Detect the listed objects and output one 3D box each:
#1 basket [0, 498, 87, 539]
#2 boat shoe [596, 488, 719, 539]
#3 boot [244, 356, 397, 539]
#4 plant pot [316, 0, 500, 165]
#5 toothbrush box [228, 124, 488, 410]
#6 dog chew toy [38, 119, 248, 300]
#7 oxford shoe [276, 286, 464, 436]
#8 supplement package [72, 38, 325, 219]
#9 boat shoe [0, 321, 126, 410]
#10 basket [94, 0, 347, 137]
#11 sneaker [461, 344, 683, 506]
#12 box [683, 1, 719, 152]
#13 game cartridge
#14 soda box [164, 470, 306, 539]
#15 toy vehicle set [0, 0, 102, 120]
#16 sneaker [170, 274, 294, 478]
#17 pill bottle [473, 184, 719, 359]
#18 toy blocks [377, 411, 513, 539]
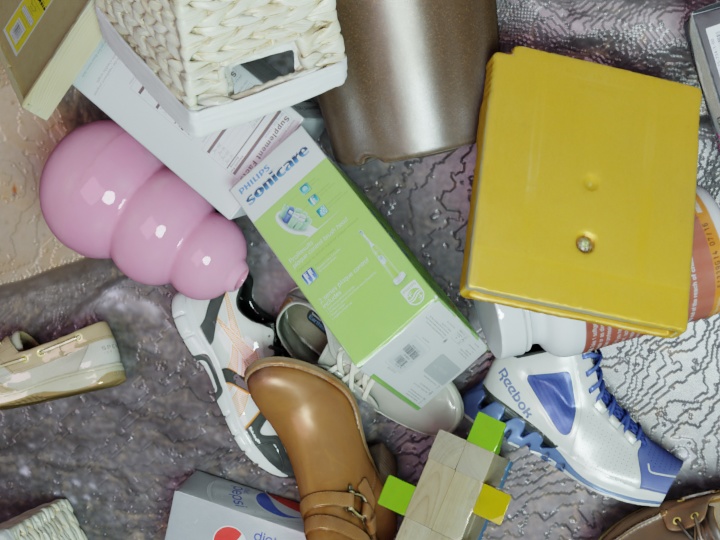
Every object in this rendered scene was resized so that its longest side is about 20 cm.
[{"bbox_3d":[-0.339,0.345,1.189,0.198,0.161,0.200,-27,92,14],"label":"basket"},{"bbox_3d":[0.284,0.220,1.061,0.197,0.068,0.073,-19,75,-6],"label":"boat shoe"},{"bbox_3d":[-0.038,0.183,1.075,0.076,0.156,0.201,-20,124,25],"label":"boot"},{"bbox_3d":[0.030,-0.199,1.033,0.197,0.200,0.201,-8,103,12],"label":"plant pot"},{"bbox_3d":[0.000,0.000,1.039,0.086,0.146,0.201,-39,62,5],"label":"toothbrush box"},{"bbox_3d":[-0.186,-0.045,1.121,0.199,0.124,0.125,33,103,9],"label":"dog chew toy"},{"bbox_3d":[0.002,0.085,1.119,0.199,0.058,0.076,35,117,16],"label":"oxford shoe"},{"bbox_3d":[-0.141,-0.153,1.106,0.199,0.114,0.110,40,103,5],"label":"supplement package"},{"bbox_3d":[-0.317,0.092,1.203,0.197,0.074,0.070,-12,83,12],"label":"boat shoe"},{"bbox_3d":[-0.114,-0.211,0.939,0.134,0.200,0.125,-23,131,-20],"label":"basket"},{"bbox_3d":[0.193,0.113,1.090,0.197,0.081,0.116,25,104,9],"label":"sneaker"},{"bbox_3d":[0.347,-0.126,1.008,0.130,0.115,0.203,-18,92,13],"label":"box"},{"bbox_3d":[0.171,-0.062,0.965,0.174,0.032,0.203,12,71,-8],"label":"game cartridge"},{"bbox_3d":[-0.079,0.253,1.173,0.197,0.063,0.069,16,102,10],"label":"soda box"},{"bbox_3d":[-0.272,-0.232,1.100,0.125,0.026,0.201,-51,41,14],"label":"toy vehicle set"},{"bbox_3d":[-0.095,0.094,1.151,0.079,0.074,0.202,-29,91,12],"label":"sneaker"},{"bbox_3d":[0.194,0.005,1.031,0.197,0.112,0.114,-15,95,-7],"label":"pill bottle"},{"bbox_3d":[0.072,0.220,1.073,0.099,0.137,0.202,22,84,17],"label":"toy blocks"}]
